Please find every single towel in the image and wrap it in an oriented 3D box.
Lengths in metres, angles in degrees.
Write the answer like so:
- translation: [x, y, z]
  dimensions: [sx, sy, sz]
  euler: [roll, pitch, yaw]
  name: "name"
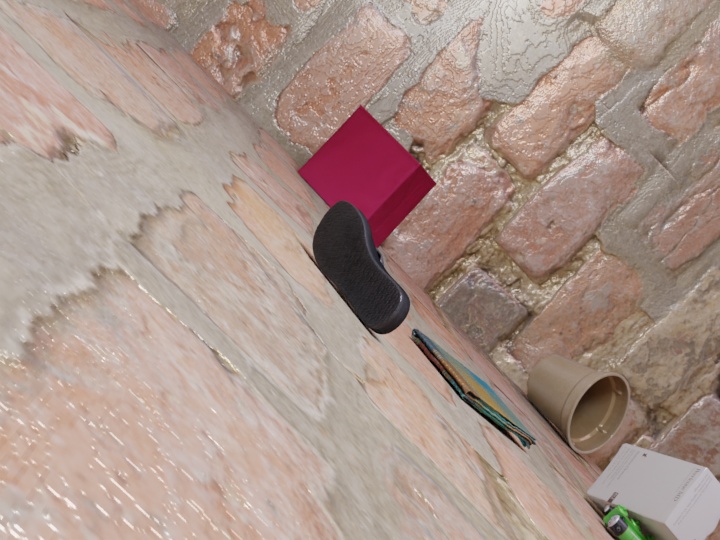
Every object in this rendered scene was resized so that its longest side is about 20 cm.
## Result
- translation: [0.156, 0.165, 1.516]
  dimensions: [0.200, 0.022, 0.147]
  euler: [39, 7, -45]
  name: "towel"

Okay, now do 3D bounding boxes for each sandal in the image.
- translation: [0.000, 0.001, 1.252]
  dimensions: [0.043, 0.076, 0.201]
  euler: [37, 20, -46]
  name: "sandal"

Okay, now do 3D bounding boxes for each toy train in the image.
- translation: [0.429, 0.424, 1.598]
  dimensions: [0.200, 0.042, 0.056]
  euler: [45, 15, 1]
  name: "toy train"

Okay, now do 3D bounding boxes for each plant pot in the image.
- translation: [0.491, 0.293, 2.535]
  dimensions: [0.200, 0.202, 0.183]
  euler: [41, -6, -41]
  name: "plant pot"

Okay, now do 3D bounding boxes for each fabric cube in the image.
- translation: [0.018, -0.201, 2.379]
  dimensions: [0.196, 0.200, 0.200]
  euler: [45, 4, 17]
  name: "fabric cube"

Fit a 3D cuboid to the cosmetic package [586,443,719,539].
- translation: [0.449, 0.344, 1.654]
  dimensions: [0.081, 0.113, 0.199]
  euler: [47, -17, -16]
  name: "cosmetic package"
